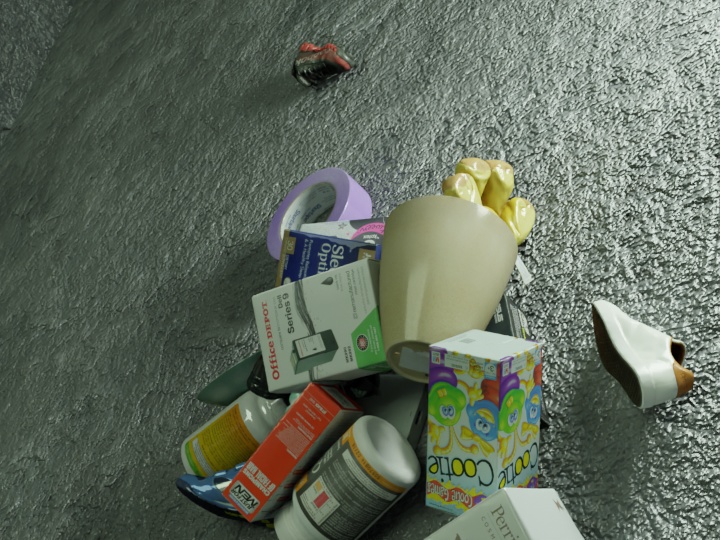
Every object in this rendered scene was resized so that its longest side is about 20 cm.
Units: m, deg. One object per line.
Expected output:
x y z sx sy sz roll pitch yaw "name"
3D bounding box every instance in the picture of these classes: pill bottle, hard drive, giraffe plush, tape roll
-0.175 0.257 1.682 0.200 0.111 0.111 -38 36 17 "pill bottle"
0.015 0.216 1.585 0.199 0.026 0.133 -6 54 45 "hard drive"
0.154 -0.049 1.595 0.162 0.172 0.202 -27 74 45 "giraffe plush"
-0.075 -0.085 1.931 0.199 0.066 0.201 -30 39 28 "tape roll"
-0.021 0.301 1.459 0.200 0.116 0.117 -46 34 19 "pill bottle"

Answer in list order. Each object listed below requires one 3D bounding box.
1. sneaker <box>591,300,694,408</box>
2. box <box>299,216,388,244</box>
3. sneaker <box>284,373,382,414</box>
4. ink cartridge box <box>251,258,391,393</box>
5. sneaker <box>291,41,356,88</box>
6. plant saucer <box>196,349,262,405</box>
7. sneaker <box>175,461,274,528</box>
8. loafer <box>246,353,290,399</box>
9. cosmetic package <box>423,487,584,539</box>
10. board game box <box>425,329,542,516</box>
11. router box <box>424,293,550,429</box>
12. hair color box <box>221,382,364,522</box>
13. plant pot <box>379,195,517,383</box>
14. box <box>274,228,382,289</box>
0.344 0.098 1.311 0.084 0.073 0.200 -11 31 -4 "sneaker"
0.000 0.000 1.662 0.198 0.115 0.133 -3 59 29 "box"
-0.027 0.184 1.573 0.139 0.078 0.202 8 75 40 "sneaker"
-0.042 0.082 1.508 0.199 0.084 0.147 -18 76 27 "ink cartridge box"
-0.082 -0.426 2.250 0.098 0.071 0.200 -57 33 -10 "sneaker"
-0.167 0.173 1.734 0.200 0.201 0.039 -36 78 20 "plant saucer"
-0.181 0.329 1.617 0.198 0.074 0.083 9 63 18 "sneaker"
-0.091 0.139 1.645 0.072 0.200 0.073 27 111 23 "loafer"
0.144 0.353 1.145 0.200 0.166 0.168 -38 64 17 "cosmetic package"
0.149 0.186 1.292 0.102 0.104 0.202 9 105 37 "board game box"
0.163 0.149 1.448 0.149 0.062 0.201 -31 39 23 "router box"
-0.092 0.252 1.495 0.064 0.111 0.201 39 94 19 "hair color box"
0.098 0.040 1.405 0.186 0.187 0.201 -17 42 38 "plant pot"
-0.035 0.012 1.578 0.198 0.032 0.122 10 91 29 "box"
